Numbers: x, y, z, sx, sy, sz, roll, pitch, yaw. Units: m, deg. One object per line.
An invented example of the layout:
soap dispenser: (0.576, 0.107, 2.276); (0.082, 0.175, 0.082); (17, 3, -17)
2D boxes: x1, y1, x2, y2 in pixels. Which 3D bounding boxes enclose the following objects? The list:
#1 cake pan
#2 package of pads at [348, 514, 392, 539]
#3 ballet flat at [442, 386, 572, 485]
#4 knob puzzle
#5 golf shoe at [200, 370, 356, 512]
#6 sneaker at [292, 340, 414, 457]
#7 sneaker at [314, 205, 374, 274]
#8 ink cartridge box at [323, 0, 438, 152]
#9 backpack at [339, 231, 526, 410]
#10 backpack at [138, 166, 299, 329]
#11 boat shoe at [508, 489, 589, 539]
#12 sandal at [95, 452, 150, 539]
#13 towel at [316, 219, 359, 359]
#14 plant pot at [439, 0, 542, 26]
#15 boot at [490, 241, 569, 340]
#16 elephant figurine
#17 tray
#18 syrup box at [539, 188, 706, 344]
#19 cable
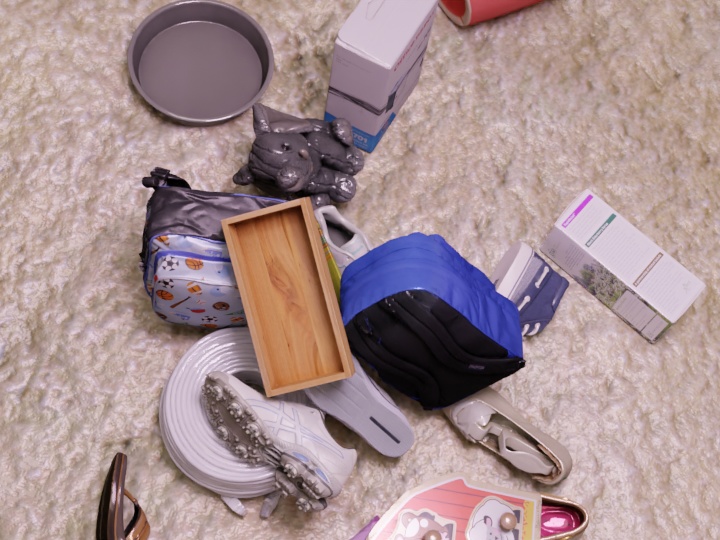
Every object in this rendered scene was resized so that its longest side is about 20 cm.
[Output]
cake pan: (-0.218, -0.282, 1.570); (0.198, 0.037, 0.202); (3, 66, -7)
package of pads: (0.027, 0.391, 1.279); (0.120, 0.076, 0.200); (-32, 74, -17)
ballet flat: (0.168, 0.195, 1.386); (0.199, 0.070, 0.070); (32, 65, 7)
knob puzzle: (0.103, 0.316, 1.268); (0.218, 0.031, 0.221); (3, 64, -7)
golf shoe: (-0.091, 0.178, 1.296); (0.200, 0.078, 0.097); (44, 47, 7)
sneaker: (-0.017, 0.144, 1.349); (0.073, 0.071, 0.200); (-42, 113, -5)
sneaker: (0.000, 0.000, 1.451); (0.200, 0.080, 0.070); (44, 66, 11)
ink cartridge box: (0.024, -0.275, 1.512); (0.085, 0.200, 0.147); (30, 65, 6)
backpack: (0.068, 0.047, 1.337); (0.200, 0.162, 0.169); (33, 35, -35)
backpack: (-0.176, -0.012, 1.371); (0.198, 0.191, 0.155); (12, 70, -9)
boat shoe: (0.174, 0.289, 1.349); (0.198, 0.069, 0.074); (0, 66, -8)
sandal: (-0.261, 0.306, 1.278); (0.054, 0.082, 0.201); (3, 63, -25)
towel: (-0.052, 0.027, 1.430); (0.018, 0.086, 0.201); (-5, 63, -44)
plant pot: (0.190, -0.454, 1.633); (0.177, 0.201, 0.201); (-30, 73, -8)
boot: (0.189, 0.067, 1.455); (0.090, 0.073, 0.201); (36, 76, -12)
elephant figurine: (-0.096, -0.145, 1.435); (0.199, 0.154, 0.143); (0, 76, -55)
tray: (-0.079, 0.029, 1.262); (0.098, 0.037, 0.202); (-14, 92, 10)
syrup box: (0.341, -0.006, 1.501); (0.200, 0.079, 0.081); (42, 67, 12)
cable: (-0.141, 0.166, 1.360); (0.199, 0.069, 0.200); (33, 66, 7)
